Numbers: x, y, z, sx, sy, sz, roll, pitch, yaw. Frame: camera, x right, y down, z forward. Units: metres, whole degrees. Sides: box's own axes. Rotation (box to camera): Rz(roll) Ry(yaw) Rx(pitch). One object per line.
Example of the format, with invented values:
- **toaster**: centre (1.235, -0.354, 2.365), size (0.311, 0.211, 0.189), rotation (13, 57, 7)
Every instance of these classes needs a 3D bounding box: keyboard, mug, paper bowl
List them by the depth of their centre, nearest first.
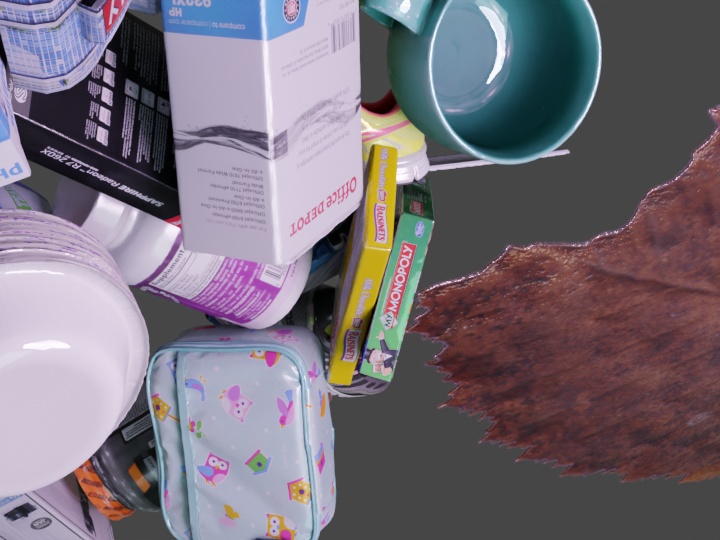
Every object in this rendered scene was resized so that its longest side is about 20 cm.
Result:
- **paper bowl**: centre (-0.236, 0.069, 0.820), size (0.199, 0.105, 0.202), rotation (-19, 134, -21)
- **mug**: centre (0.089, -0.181, 0.968), size (0.151, 0.114, 0.186), rotation (-35, 114, -11)
- **keyboard**: centre (0.091, -0.098, 1.124), size (0.198, 0.056, 0.011), rotation (-9, 104, -21)

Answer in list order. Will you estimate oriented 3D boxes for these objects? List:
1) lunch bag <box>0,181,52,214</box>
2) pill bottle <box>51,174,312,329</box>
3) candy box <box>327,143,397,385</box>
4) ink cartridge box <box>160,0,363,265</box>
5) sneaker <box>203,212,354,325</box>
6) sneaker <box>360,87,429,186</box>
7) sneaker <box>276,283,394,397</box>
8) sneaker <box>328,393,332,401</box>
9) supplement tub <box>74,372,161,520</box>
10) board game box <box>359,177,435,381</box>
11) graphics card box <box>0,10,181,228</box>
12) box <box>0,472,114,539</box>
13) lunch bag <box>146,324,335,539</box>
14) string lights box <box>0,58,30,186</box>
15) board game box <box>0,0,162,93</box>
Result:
- **lunch bag**: centre (-0.293, 0.006, 0.925), size (0.199, 0.171, 0.124), rotation (14, 123, -42)
- **pill bottle**: centre (-0.145, -0.031, 1.010), size (0.199, 0.113, 0.112), rotation (23, 121, -36)
- **candy box**: centre (0.000, 0.000, 1.021), size (0.026, 0.103, 0.201), rotation (7, 144, -7)
- **ink cartridge box**: centre (-0.063, -0.125, 0.868), size (0.145, 0.083, 0.202), rotation (-42, 136, -57)
- **sneaker**: centre (-0.054, -0.005, 1.133), size (0.199, 0.076, 0.087), rotation (-32, 155, 14)
- **sneaker**: centre (-0.038, -0.118, 1.022), size (0.198, 0.078, 0.091), rotation (-6, 116, -19)
- **sneaker**: centre (-0.012, 0.069, 1.213), size (0.087, 0.075, 0.200), rotation (-8, 148, 33)
- **sneaker**: centre (-0.112, 0.176, 1.299), size (0.199, 0.071, 0.075), rotation (-38, 141, 15)
- **supplement tub**: centre (-0.173, 0.150, 1.194), size (0.199, 0.123, 0.123), rotation (-31, 141, 6)
- **board game box**: centre (0.032, -0.001, 1.062), size (0.029, 0.200, 0.136), rotation (15, 103, -1)
- **graphics card box**: centre (-0.180, -0.122, 0.880), size (0.050, 0.127, 0.199), rotation (-17, 152, 35)
- **box**: centre (-0.313, 0.211, 1.189), size (0.060, 0.117, 0.201), rotation (-28, 142, 2)
- **lunch bag**: centre (-0.106, 0.150, 1.081), size (0.158, 0.077, 0.203), rotation (0, 103, 14)
- **string lights box**: centre (-0.241, -0.139, 0.648), size (0.058, 0.103, 0.201), rotation (-21, 142, -6)
- **board game box**: centre (-0.158, -0.213, 0.773), size (0.061, 0.202, 0.201), rotation (15, 150, 6)
